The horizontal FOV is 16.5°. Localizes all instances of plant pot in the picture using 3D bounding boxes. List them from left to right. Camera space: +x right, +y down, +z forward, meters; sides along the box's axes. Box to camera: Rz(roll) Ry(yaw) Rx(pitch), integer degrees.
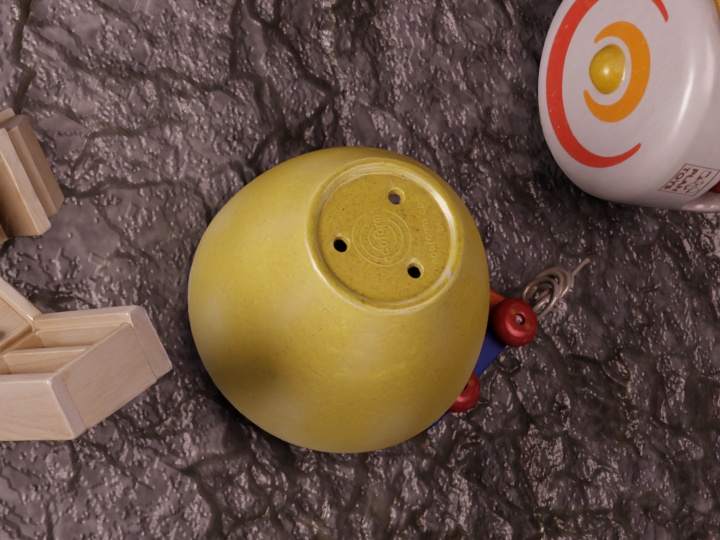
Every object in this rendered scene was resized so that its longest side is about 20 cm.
[{"bbox_3d":[0.000,0.000,1.574,0.199,0.142,0.201,5,69,-12],"label":"plant pot"}]

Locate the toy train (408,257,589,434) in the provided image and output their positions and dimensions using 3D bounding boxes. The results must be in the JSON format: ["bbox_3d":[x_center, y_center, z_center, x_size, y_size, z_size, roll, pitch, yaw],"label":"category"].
[{"bbox_3d":[0.064,0.013,1.714,0.116,0.085,0.200,48,57,-6],"label":"toy train"}]

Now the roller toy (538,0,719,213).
[{"bbox_3d":[0.222,-0.136,1.781,0.139,0.200,0.183,6,100,-36],"label":"roller toy"}]

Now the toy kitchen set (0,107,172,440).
[{"bbox_3d":[-0.200,-0.027,1.446,0.163,0.180,0.201,-36,110,-36],"label":"toy kitchen set"}]
